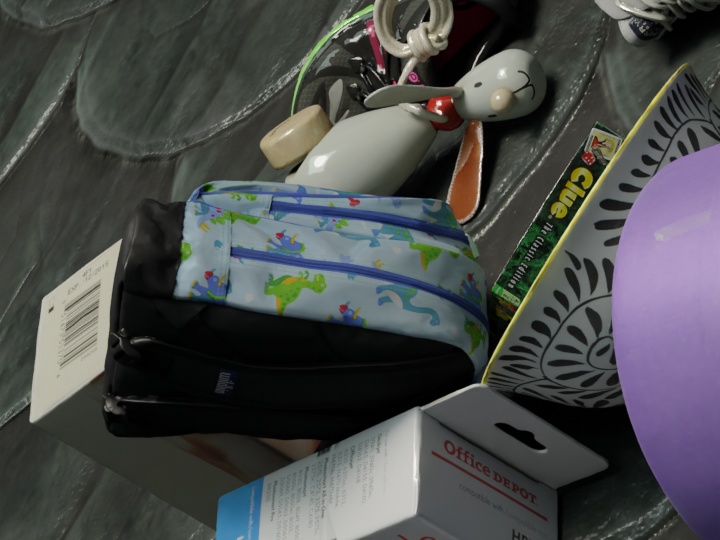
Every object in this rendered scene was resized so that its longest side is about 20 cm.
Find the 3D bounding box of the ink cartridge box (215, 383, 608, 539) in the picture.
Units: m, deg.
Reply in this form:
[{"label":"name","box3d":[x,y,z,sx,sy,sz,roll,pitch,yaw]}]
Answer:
[{"label":"ink cartridge box","box3d":[0.027,0.142,1.242,0.199,0.115,0.067,-27,45,38]}]

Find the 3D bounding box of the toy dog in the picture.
[{"label":"toy dog","box3d":[0.018,-0.077,1.465,0.200,0.132,0.096,-48,9,28]}]

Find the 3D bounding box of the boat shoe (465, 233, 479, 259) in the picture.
[{"label":"boat shoe","box3d":[0.000,0.000,1.397,0.073,0.067,0.200,-35,2,-31]}]

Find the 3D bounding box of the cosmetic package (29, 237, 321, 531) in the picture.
[{"label":"cosmetic package","box3d":[-0.096,0.080,1.386,0.087,0.199,0.104,-34,40,29]}]

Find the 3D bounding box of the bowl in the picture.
[{"label":"bowl","box3d":[0.155,0.002,1.190,0.201,0.094,0.201,-56,-9,-13]}]

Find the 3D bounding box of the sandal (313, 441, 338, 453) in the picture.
[{"label":"sandal","box3d":[0.008,0.058,1.350,0.075,0.045,0.200,-27,21,37]}]

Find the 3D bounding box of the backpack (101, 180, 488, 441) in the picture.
[{"label":"backpack","box3d":[-0.028,0.026,1.233,0.164,0.198,0.155,100,-175,-53]}]

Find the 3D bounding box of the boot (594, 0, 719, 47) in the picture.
[{"label":"boot","box3d":[0.196,-0.168,1.356,0.096,0.073,0.200,-54,23,14]}]

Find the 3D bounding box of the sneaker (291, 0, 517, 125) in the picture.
[{"label":"sneaker","box3d":[0.027,-0.139,1.538,0.200,0.077,0.084,-43,30,22]}]

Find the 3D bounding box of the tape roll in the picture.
[{"label":"tape roll","box3d":[0.207,0.033,1.023,0.085,0.199,0.201,-19,47,44]}]

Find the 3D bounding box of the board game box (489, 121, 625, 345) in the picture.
[{"label":"board game box","box3d":[0.105,-0.013,1.256,0.105,0.023,0.200,-60,-7,-6]}]
